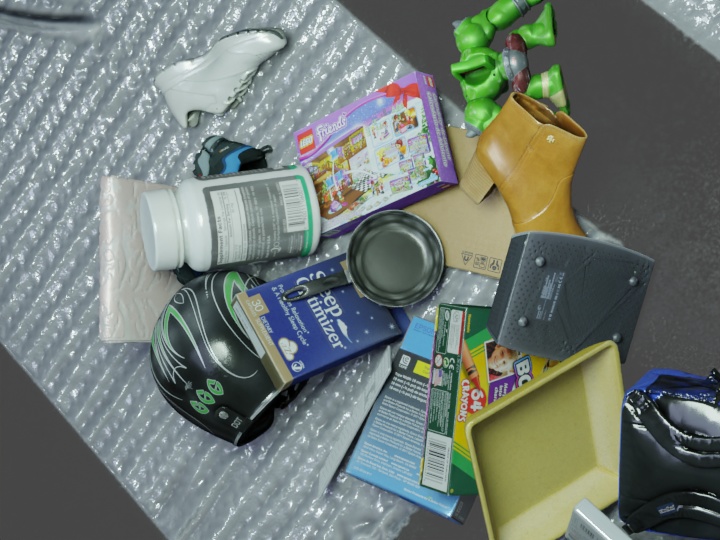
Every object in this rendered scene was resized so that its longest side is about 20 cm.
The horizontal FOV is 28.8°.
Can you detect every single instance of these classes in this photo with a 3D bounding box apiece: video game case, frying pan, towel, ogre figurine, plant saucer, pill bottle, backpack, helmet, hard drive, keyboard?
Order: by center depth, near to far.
[{"bbox_3d":[0.379,0.180,1.417,0.199,0.168,0.163,7,110,31],"label":"backpack"},{"bbox_3d":[0.293,0.343,1.470,0.023,0.183,0.200,-40,66,-21],"label":"video game case"},{"bbox_3d":[0.195,0.189,1.486,0.048,0.199,0.201,32,142,53],"label":"plant saucer"},{"bbox_3d":[0.223,0.028,1.499,0.042,0.199,0.136,23,100,51],"label":"hard drive"},{"bbox_3d":[0.168,-0.230,1.586,0.119,0.098,0.201,-9,95,15],"label":"ogre figurine"},{"bbox_3d":[0.013,0.012,1.627,0.190,0.031,0.115,-42,84,-10],"label":"frying pan"},{"bbox_3d":[-0.008,0.182,1.668,0.011,0.056,0.201,25,114,-5],"label":"keyboard"},{"bbox_3d":[-0.156,-0.060,1.672,0.199,0.113,0.114,-8,83,-17],"label":"pill bottle"},{"bbox_3d":[-0.161,0.096,1.695,0.191,0.200,0.200,45,108,10],"label":"helmet"},{"bbox_3d":[-0.260,-0.010,1.746,0.032,0.191,0.201,-3,86,29],"label":"towel"}]

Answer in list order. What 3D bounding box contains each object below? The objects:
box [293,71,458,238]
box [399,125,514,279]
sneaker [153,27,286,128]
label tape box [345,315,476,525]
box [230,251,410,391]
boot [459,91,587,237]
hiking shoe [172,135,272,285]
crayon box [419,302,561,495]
[{"bbox_3d":[0.015,-0.135,1.667,0.199,0.039,0.138,-22,74,37],"label":"box"},{"bbox_3d":[0.116,-0.085,1.647,0.199,0.021,0.164,14,95,27],"label":"box"},{"bbox_3d":[-0.169,-0.249,1.784,0.199,0.074,0.087,-24,90,31],"label":"sneaker"},{"bbox_3d":[0.090,0.173,1.622,0.144,0.063,0.201,20,80,27],"label":"label tape box"},{"bbox_3d":[-0.037,0.051,1.637,0.121,0.199,0.032,59,148,16],"label":"box"},{"bbox_3d":[0.213,-0.091,1.527,0.201,0.071,0.144,38,130,4],"label":"boot"},{"bbox_3d":[-0.179,-0.075,1.751,0.086,0.074,0.201,9,75,21],"label":"hiking shoe"},{"bbox_3d":[0.156,0.141,1.534,0.058,0.172,0.201,8,93,56],"label":"crayon box"}]
